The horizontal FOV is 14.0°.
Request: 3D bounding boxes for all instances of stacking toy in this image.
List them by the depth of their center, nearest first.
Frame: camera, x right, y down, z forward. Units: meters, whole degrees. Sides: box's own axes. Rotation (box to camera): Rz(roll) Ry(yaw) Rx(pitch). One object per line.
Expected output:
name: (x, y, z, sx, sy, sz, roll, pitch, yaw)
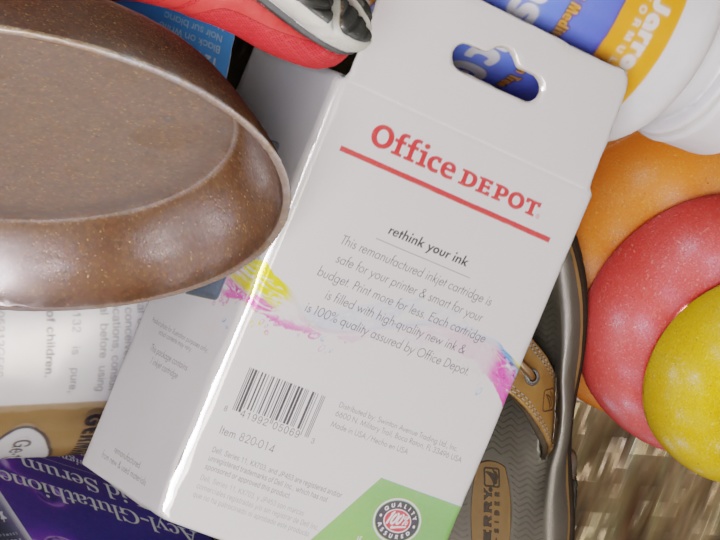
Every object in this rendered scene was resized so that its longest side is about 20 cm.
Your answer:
stacking toy: (0.148, 0.036, 1.132, 0.145, 0.200, 0.147, -10, 125, -15)

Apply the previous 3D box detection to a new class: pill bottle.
pill bottle: (0.063, -0.112, 1.059, 0.199, 0.112, 0.112, 21, 112, -30)
pill bottle: (-0.094, 0.010, 1.075, 0.199, 0.115, 0.115, -2, 122, -20)

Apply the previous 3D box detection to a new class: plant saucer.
plant saucer: (-0.120, -0.042, 0.910, 0.199, 0.035, 0.201, 3, 157, 1)

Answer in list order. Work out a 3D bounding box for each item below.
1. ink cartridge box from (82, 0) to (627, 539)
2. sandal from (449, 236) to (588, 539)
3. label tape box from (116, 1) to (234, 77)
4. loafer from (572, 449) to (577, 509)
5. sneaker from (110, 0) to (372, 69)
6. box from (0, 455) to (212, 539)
ink cartridge box: (0.000, 0.000, 1.015, 0.117, 0.067, 0.201, 23, 91, -32)
sandal: (0.041, 0.043, 1.131, 0.054, 0.081, 0.202, -9, 102, -55)
label tape box: (-0.064, -0.171, 0.938, 0.143, 0.066, 0.201, 22, 72, -32)
loafer: (0.011, 0.074, 1.198, 0.199, 0.072, 0.063, 26, 77, -36)
sneaker: (-0.087, -0.108, 0.882, 0.199, 0.077, 0.085, 25, 127, -26)
box: (-0.127, 0.146, 1.095, 0.147, 0.200, 0.105, 20, 114, -30)
